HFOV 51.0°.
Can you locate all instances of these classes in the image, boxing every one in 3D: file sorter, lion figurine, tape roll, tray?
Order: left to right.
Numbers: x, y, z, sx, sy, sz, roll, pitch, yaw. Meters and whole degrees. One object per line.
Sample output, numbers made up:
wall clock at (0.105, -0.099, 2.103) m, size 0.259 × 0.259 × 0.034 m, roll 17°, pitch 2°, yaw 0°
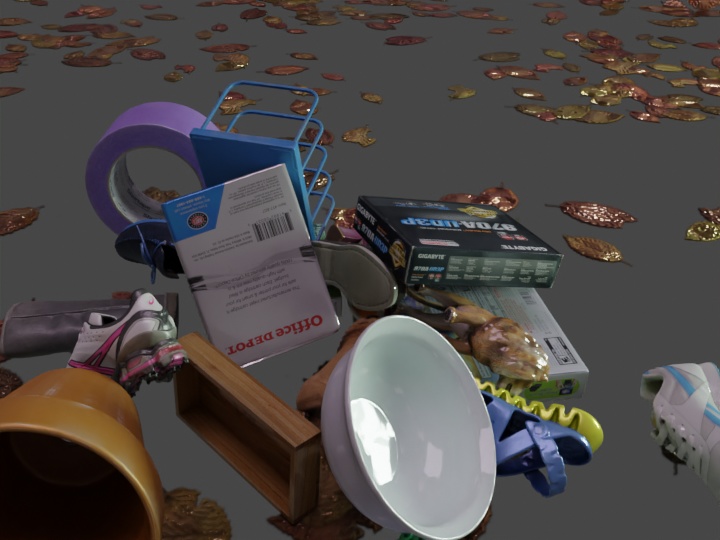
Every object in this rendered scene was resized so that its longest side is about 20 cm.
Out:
tape roll at (-0.285, -0.134, 1.091) m, size 0.198 × 0.201 × 0.085 m, roll 1°, pitch 33°, yaw 0°
tray at (-0.117, 0.151, 0.752) m, size 0.199 × 0.099 × 0.037 m, roll 29°, pitch 39°, yaw 36°
file sorter at (-0.117, -0.133, 1.007) m, size 0.138 × 0.201 × 0.123 m, roll 11°, pitch 51°, yaw 15°
lion figurine at (-0.015, 0.117, 0.821) m, size 0.200 × 0.073 × 0.122 m, roll -33°, pitch 27°, yaw -33°
lion figurine at (0.120, 0.061, 0.839) m, size 0.122 × 0.073 × 0.200 m, roll 14°, pitch 20°, yaw -24°

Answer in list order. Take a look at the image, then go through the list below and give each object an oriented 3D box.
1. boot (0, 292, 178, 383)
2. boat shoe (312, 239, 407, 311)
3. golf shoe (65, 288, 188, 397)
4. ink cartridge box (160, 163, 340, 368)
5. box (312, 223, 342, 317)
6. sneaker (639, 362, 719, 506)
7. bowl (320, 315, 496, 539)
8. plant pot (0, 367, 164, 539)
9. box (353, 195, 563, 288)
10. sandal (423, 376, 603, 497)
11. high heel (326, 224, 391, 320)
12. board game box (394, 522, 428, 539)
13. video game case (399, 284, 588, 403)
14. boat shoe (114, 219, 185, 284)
boot at (-0.317, 0.078, 0.884) m, size 0.199 × 0.073 × 0.182 m, roll 1°, pitch 19°, yaw -12°
boat shoe at (0.000, 0.000, 0.921) m, size 0.060 × 0.072 × 0.201 m, roll -1°, pitch 14°, yaw -34°
golf shoe at (-0.262, 0.092, 0.781) m, size 0.199 × 0.093 × 0.072 m, roll -30°, pitch -11°, yaw 26°
ink cartridge box at (-0.125, -0.004, 0.871) m, size 0.145 × 0.201 × 0.084 m, roll -19°, pitch 6°, yaw -8°
box at (-0.109, 0.001, 1.041) m, size 0.143 × 0.037 × 0.200 m, roll -5°, pitch 35°, yaw -9°
sneaker at (0.343, 0.170, 0.771) m, size 0.080 × 0.077 × 0.200 m, roll -4°, pitch 26°, yaw 8°
bowl at (0.029, 0.149, 0.691) m, size 0.090 × 0.201 × 0.201 m, roll -28°, pitch 15°, yaw 36°
plant pot at (-0.263, 0.178, 0.644) m, size 0.199 × 0.202 × 0.183 m, roll -4°, pitch 17°, yaw -7°
box at (0.110, -0.035, 0.889) m, size 0.199 × 0.046 × 0.159 m, roll 2°, pitch 25°, yaw -24°
sandal at (0.138, 0.168, 0.760) m, size 0.199 × 0.080 × 0.087 m, roll 10°, pitch 45°, yaw 19°
high heel at (0.023, 0.013, 1.022) m, size 0.095 × 0.068 × 0.200 m, roll 14°, pitch 28°, yaw -34°
board game box at (0.013, 0.304, 0.589) m, size 0.199 × 0.026 × 0.200 m, roll -13°, pitch 36°, yaw -20°
video game case at (0.147, 0.083, 0.914) m, size 0.180 × 0.046 × 0.200 m, roll -4°, pitch 33°, yaw -10°
boat shoe at (-0.257, -0.026, 1.021) m, size 0.199 × 0.084 × 0.069 m, roll -1°, pitch 51°, yaw 27°
